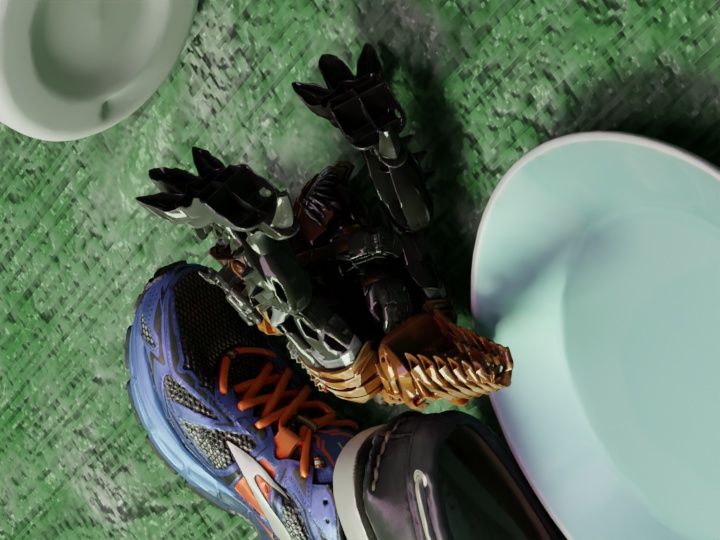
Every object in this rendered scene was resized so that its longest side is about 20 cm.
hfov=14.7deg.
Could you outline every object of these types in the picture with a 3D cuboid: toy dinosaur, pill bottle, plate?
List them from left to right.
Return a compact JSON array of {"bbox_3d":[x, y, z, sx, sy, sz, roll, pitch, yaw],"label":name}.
[{"bbox_3d":[-0.167,-0.139,1.140,0.200,0.111,0.112,32,136,38],"label":"pill bottle"},{"bbox_3d":[0.000,0.000,1.049,0.199,0.102,0.136,5,131,42],"label":"toy dinosaur"},{"bbox_3d":[0.115,0.041,0.968,0.200,0.026,0.201,33,136,38],"label":"plate"}]

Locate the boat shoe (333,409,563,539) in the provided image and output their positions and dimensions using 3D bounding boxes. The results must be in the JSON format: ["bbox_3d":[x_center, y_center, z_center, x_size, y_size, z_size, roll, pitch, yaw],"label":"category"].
[{"bbox_3d":[0.063,0.141,1.058,0.060,0.074,0.201,-21,98,51],"label":"boat shoe"}]

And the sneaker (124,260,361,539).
[{"bbox_3d":[-0.021,0.078,1.143,0.078,0.075,0.200,-31,95,47],"label":"sneaker"}]
